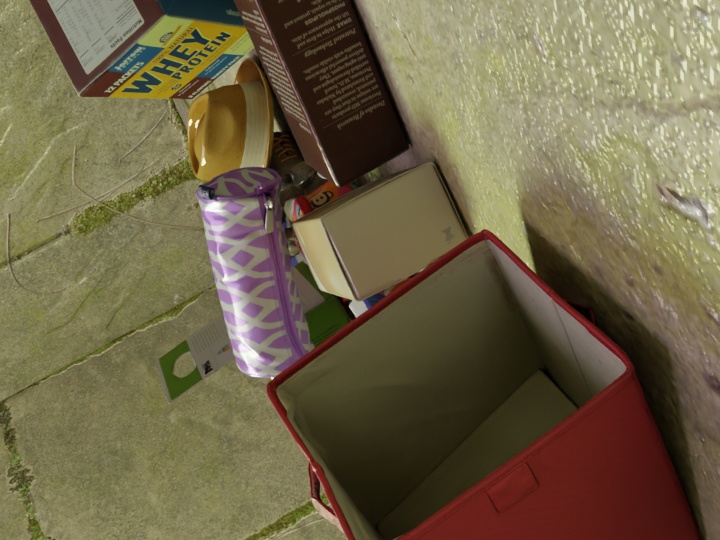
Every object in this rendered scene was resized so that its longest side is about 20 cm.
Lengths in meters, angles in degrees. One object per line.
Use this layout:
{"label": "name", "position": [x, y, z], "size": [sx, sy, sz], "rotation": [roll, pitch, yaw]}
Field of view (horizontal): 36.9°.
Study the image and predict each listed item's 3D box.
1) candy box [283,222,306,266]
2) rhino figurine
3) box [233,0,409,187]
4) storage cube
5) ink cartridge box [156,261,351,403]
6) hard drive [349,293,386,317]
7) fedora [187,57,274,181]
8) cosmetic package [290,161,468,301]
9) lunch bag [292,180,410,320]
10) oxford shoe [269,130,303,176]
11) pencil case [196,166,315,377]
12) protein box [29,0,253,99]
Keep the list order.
{"label": "candy box", "position": [-0.109, 0.007, 1.487], "size": [0.171, 0.076, 0.200], "rotation": [62, 172, 0]}
{"label": "rhino figurine", "position": [-0.072, -0.061, 1.281], "size": [0.060, 0.087, 0.201], "rotation": [56, 160, 21]}
{"label": "box", "position": [-0.040, -0.177, 0.847], "size": [0.202, 0.074, 0.100], "rotation": [68, 170, -23]}
{"label": "storage cube", "position": [0.078, 0.121, 0.661], "size": [0.181, 0.199, 0.171], "rotation": [60, 174, -36]}
{"label": "ink cartridge box", "position": [-0.111, 0.088, 1.151], "size": [0.076, 0.199, 0.148], "rotation": [59, 173, -20]}
{"label": "hard drive", "position": [0.082, 0.098, 0.888], "size": [0.131, 0.026, 0.201], "rotation": [21, -158, -39]}
{"label": "fedora", "position": [-0.173, -0.173, 1.375], "size": [0.200, 0.081, 0.204], "rotation": [180, 90, -65]}
{"label": "cosmetic package", "position": [0.009, -0.032, 0.895], "size": [0.072, 0.104, 0.200], "rotation": [64, 170, -5]}
{"label": "lunch bag", "position": [0.000, 0.000, 1.158], "size": [0.177, 0.081, 0.200], "rotation": [57, 173, 10]}
{"label": "oxford shoe", "position": [-0.104, -0.136, 1.388], "size": [0.200, 0.070, 0.074], "rotation": [34, 133, 53]}
{"label": "pencil case", "position": [-0.092, 0.002, 1.002], "size": [0.085, 0.084, 0.203], "rotation": [9, 121, 36]}
{"label": "protein box", "position": [-0.232, -0.301, 1.123], "size": [0.202, 0.134, 0.198], "rotation": [61, -153, 7]}
